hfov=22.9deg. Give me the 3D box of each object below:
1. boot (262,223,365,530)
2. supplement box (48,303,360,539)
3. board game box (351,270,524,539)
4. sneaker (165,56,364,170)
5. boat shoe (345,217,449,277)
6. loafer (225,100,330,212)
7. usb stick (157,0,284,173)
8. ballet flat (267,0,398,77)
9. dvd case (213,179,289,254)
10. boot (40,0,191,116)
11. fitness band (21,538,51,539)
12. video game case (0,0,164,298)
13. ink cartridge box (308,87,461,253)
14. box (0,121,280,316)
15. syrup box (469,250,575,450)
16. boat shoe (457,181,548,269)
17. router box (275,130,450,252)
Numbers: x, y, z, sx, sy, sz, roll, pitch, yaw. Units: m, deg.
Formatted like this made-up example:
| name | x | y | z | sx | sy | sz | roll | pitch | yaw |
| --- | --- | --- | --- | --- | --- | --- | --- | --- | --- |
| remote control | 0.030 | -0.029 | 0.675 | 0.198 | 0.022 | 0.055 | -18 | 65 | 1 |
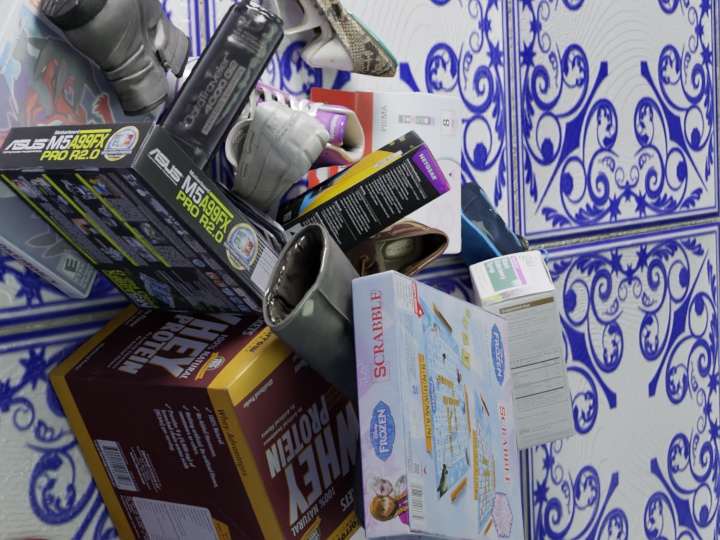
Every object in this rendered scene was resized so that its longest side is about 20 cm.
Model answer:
| name | x | y | z | sx | sy | sz | roll | pitch | yaw |
| --- | --- | --- | --- | --- | --- | --- | --- | --- | --- |
| boot | -0.008 | 0.088 | 1.380 | 0.200 | 0.072 | 0.182 | 53 | 37 | -48 |
| supplement box | -0.114 | 0.135 | 1.466 | 0.133 | 0.200 | 0.198 | -43 | 124 | -42 |
| board game box | 0.063 | 0.118 | 1.395 | 0.199 | 0.041 | 0.200 | 23 | 60 | -57 |
| sneaker | -0.074 | -0.142 | 1.576 | 0.200 | 0.114 | 0.073 | 19 | 78 | -48 |
| boat shoe | 0.000 | 0.000 | 1.686 | 0.200 | 0.072 | 0.072 | -21 | 107 | -34 |
| loafer | -0.081 | -0.100 | 1.514 | 0.070 | 0.200 | 0.070 | 38 | 69 | -5 |
| usb stick | -0.130 | -0.140 | 1.505 | 0.055 | 0.033 | 0.200 | 31 | 72 | -6 |
| ballet flat | -0.043 | -0.240 | 1.663 | 0.075 | 0.068 | 0.200 | -45 | 122 | -14 |
| dvd case | -0.073 | 0.008 | 1.526 | 0.016 | 0.200 | 0.149 | -27 | 112 | -11 |
| boot | -0.182 | -0.234 | 1.468 | 0.132 | 0.070 | 0.200 | 52 | 51 | -40 |
| fitness band | -0.244 | 0.301 | 1.439 | 0.200 | 0.037 | 0.144 | 44 | 58 | -45 |
| video game case | -0.249 | -0.106 | 1.428 | 0.182 | 0.023 | 0.200 | 41 | 61 | -45 |
| ink cartridge box | 0.029 | -0.097 | 1.763 | 0.200 | 0.057 | 0.163 | -2 | 93 | -56 |
| box | -0.168 | -0.038 | 1.387 | 0.200 | 0.160 | 0.044 | 48 | 56 | -40 |
| syrup box | 0.171 | 0.086 | 1.876 | 0.079 | 0.081 | 0.200 | -106 | -177 | -56 |
| boat shoe | 0.161 | -0.015 | 1.908 | 0.200 | 0.084 | 0.069 | 57 | 46 | -38 |
| router box | -0.001 | -0.063 | 1.569 | 0.051 | 0.149 | 0.200 | 60 | 2 | -8 |
